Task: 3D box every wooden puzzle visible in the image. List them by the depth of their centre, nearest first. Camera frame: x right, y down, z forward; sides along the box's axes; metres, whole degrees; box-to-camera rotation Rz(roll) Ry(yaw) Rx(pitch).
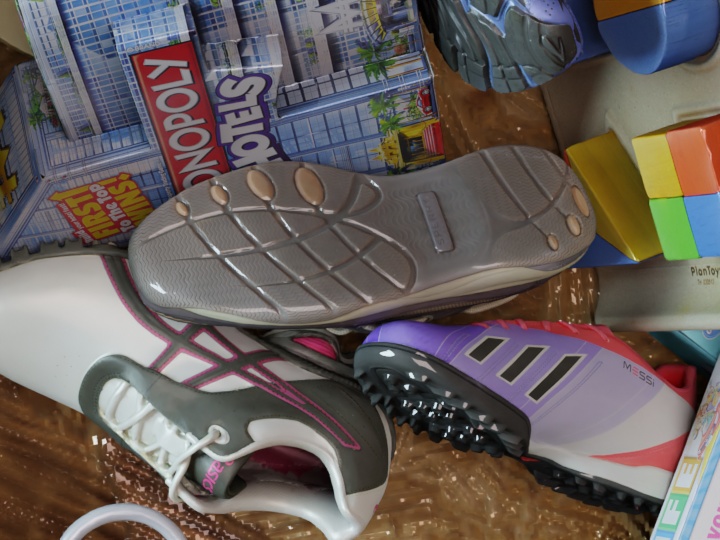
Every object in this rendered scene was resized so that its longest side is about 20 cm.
[{"bbox_3d":[0.116,-0.071,1.051,0.046,0.185,0.200,-15,94,-24],"label":"wooden puzzle"}]

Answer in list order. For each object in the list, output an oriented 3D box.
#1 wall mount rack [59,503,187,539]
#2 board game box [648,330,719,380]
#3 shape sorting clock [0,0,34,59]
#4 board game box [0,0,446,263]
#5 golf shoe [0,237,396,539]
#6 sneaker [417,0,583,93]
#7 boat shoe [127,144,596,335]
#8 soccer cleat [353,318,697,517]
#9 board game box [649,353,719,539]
[{"bbox_3d":[-0.150,0.185,1.059,0.174,0.075,0.200,15,88,-17],"label":"wall mount rack"},{"bbox_3d":[0.251,0.024,1.158,0.200,0.047,0.151,38,83,-12],"label":"board game box"},{"bbox_3d":[-0.103,-0.181,1.072,0.200,0.039,0.200,2,84,-23],"label":"shape sorting clock"},{"bbox_3d":[-0.073,-0.075,1.024,0.200,0.200,0.062,-16,62,-1],"label":"board game box"},{"bbox_3d":[-0.077,0.049,1.051,0.200,0.088,0.077,17,128,-12],"label":"golf shoe"},{"bbox_3d":[0.051,-0.145,1.031,0.078,0.200,0.075,-22,131,-4],"label":"sneaker"},{"bbox_3d":[0.000,0.000,1.053,0.200,0.073,0.075,-5,61,-17],"label":"boat shoe"},{"bbox_3d":[0.075,0.048,1.083,0.200,0.068,0.073,26,74,-40],"label":"soccer cleat"},{"bbox_3d":[0.192,0.135,1.096,0.134,0.034,0.200,23,83,-10],"label":"board game box"}]
